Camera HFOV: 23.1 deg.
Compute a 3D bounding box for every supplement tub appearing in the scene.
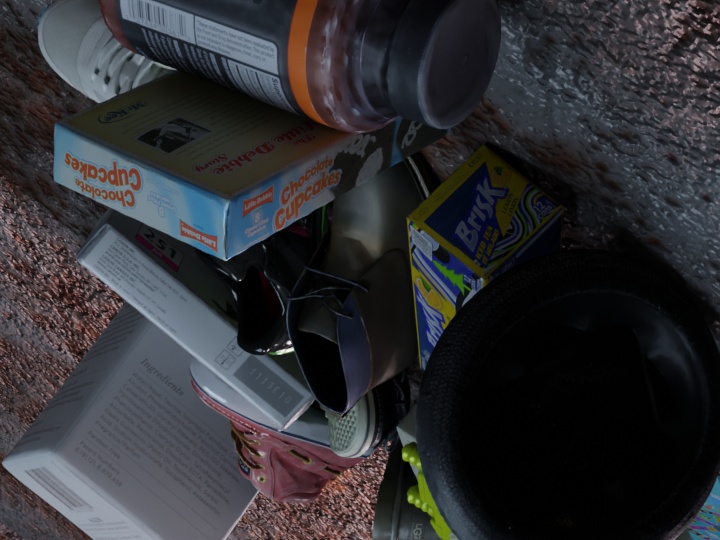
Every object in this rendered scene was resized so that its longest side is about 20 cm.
[{"bbox_3d":[-0.029,-0.134,0.891,0.199,0.107,0.107,22,155,29],"label":"supplement tub"}]

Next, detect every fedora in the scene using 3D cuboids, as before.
[{"bbox_3d":[0.108,0.082,1.006,0.200,0.201,0.092,42,161,-16],"label":"fedora"}]

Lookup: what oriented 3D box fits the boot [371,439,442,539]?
[{"bbox_3d":[0.115,0.183,1.359,0.199,0.182,0.073,6,116,5],"label":"boot"}]

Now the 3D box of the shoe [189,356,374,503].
[{"bbox_3d":[-0.076,0.127,1.386,0.200,0.091,0.072,26,-153,-43],"label":"shoe"}]

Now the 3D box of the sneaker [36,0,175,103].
[{"bbox_3d":[-0.117,-0.115,1.057,0.199,0.077,0.081,29,-170,20],"label":"sneaker"}]

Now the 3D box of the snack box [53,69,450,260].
[{"bbox_3d":[-0.051,-0.075,0.932,0.116,0.200,0.037,24,125,28],"label":"snack box"}]

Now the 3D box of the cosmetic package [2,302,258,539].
[{"bbox_3d":[-0.167,0.133,1.510,0.166,0.200,0.167,41,158,-13],"label":"cosmetic package"}]

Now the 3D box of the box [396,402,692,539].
[{"bbox_3d":[0.129,0.152,1.243,0.200,0.078,0.095,32,160,28],"label":"box"}]

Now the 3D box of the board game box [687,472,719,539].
[{"bbox_3d":[0.271,0.150,1.087,0.150,0.047,0.200,14,151,34],"label":"board game box"}]

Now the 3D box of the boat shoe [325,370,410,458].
[{"bbox_3d":[0.007,0.095,1.297,0.062,0.075,0.200,5,-178,-3],"label":"boat shoe"}]

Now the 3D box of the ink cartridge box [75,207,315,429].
[{"bbox_3d":[-0.112,0.013,1.343,0.200,0.044,0.174,40,-162,-11],"label":"ink cartridge box"}]

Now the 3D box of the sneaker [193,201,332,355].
[{"bbox_3d":[-0.065,-0.036,1.123,0.077,0.084,0.201,5,116,45],"label":"sneaker"}]

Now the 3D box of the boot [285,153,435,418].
[{"bbox_3d":[0.000,0.000,1.094,0.074,0.097,0.201,18,138,32],"label":"boot"}]

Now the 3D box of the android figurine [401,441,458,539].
[{"bbox_3d":[0.109,0.175,1.163,0.199,0.041,0.183,28,145,29],"label":"android figurine"}]

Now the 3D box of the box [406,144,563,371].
[{"bbox_3d":[0.076,0.013,1.072,0.064,0.070,0.200,40,161,22],"label":"box"}]
